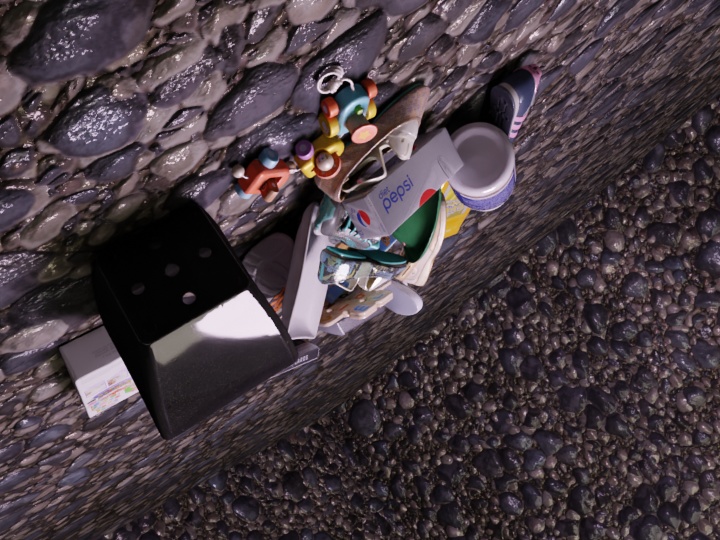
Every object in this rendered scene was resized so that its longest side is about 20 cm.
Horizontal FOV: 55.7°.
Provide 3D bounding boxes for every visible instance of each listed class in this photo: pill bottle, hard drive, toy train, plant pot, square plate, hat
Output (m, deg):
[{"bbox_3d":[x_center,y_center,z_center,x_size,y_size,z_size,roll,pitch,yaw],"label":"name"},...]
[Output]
[{"bbox_3d":[0.204,-0.164,1.146,0.115,0.117,0.200,-36,166,8],"label":"pill bottle"},{"bbox_3d":[-0.048,0.071,1.348,0.134,0.043,0.199,-27,-157,-28],"label":"hard drive"},{"bbox_3d":[-0.055,-0.146,0.810,0.200,0.056,0.149,-43,165,29],"label":"toy train"},{"bbox_3d":[-0.210,0.046,0.826,0.198,0.201,0.178,-30,155,-17],"label":"plant pot"},{"bbox_3d":[-0.081,0.006,1.074,0.198,0.028,0.204,33,68,-81],"label":"square plate"},{"bbox_3d":[0.027,-0.115,1.124,0.173,0.168,0.202,7,137,-15],"label":"hat"}]

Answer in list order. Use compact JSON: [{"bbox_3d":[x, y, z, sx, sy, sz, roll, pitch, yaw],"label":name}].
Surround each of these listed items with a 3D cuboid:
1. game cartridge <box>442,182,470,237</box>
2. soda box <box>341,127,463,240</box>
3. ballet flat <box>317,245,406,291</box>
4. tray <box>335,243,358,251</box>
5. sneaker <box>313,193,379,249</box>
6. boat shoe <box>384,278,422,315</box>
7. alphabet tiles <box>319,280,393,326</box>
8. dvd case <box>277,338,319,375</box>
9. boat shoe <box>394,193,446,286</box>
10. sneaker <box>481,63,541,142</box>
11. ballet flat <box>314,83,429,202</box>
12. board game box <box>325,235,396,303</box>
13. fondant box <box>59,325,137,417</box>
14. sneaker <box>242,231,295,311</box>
[{"bbox_3d":[0.177,-0.139,1.326,0.175,0.032,0.202,-21,143,-46],"label":"game cartridge"},{"bbox_3d":[0.065,-0.128,0.991,0.063,0.069,0.200,-7,-151,50],"label":"soda box"},{"bbox_3d":[0.000,0.000,1.115,0.198,0.075,0.074,6,140,-48],"label":"ballet flat"},{"bbox_3d":[-0.042,-0.038,1.246,0.200,0.037,0.098,-43,164,33],"label":"tray"},{"bbox_3d":[-0.011,-0.072,1.030,0.200,0.090,0.079,18,91,-79],"label":"sneaker"},{"bbox_3d":[0.065,0.028,1.384,0.086,0.076,0.200,-39,-148,-29],"label":"boat shoe"},{"bbox_3d":[-0.039,0.059,1.286,0.198,0.015,0.195,3,-155,41],"label":"alphabet tiles"},{"bbox_3d":[-0.189,0.118,1.123,0.149,0.198,0.025,-17,123,-51],"label":"dvd case"},{"bbox_3d":[0.106,-0.055,1.254,0.068,0.074,0.202,5,127,-12],"label":"boat shoe"},{"bbox_3d":[0.253,-0.265,1.122,0.082,0.070,0.200,-40,172,-6],"label":"sneaker"},{"bbox_3d":[0.028,-0.164,0.922,0.199,0.068,0.068,-39,165,12],"label":"ballet flat"},{"bbox_3d":[0.018,-0.031,1.305,0.151,0.037,0.200,-45,180,34],"label":"board game box"},{"bbox_3d":[-0.360,0.138,1.025,0.143,0.059,0.201,-28,164,-26],"label":"fondant box"},{"bbox_3d":[-0.149,0.010,1.098,0.202,0.077,0.112,-59,179,27],"label":"sneaker"}]
